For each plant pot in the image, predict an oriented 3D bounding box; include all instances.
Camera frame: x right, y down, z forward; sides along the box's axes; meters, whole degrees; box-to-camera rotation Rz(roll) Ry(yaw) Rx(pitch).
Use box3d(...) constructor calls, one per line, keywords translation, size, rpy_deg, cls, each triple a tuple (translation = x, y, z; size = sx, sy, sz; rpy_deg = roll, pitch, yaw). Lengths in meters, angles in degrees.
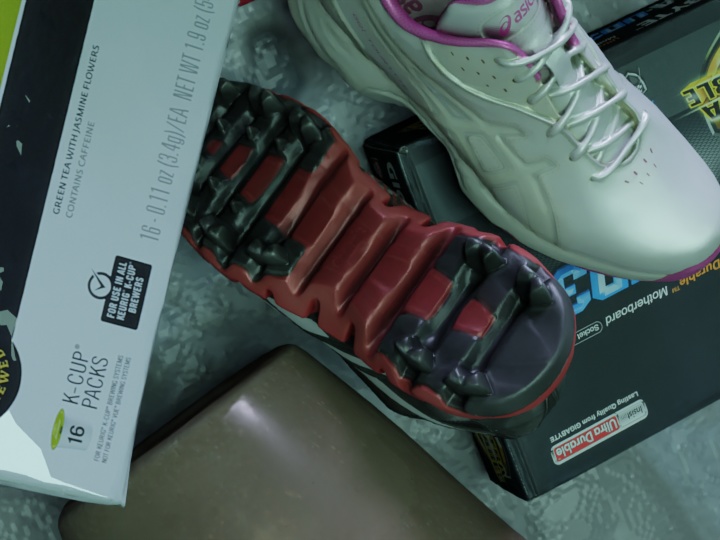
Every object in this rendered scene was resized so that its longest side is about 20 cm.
box3d(translation=(-0.018, 0.128, 0.787), size=(0.200, 0.200, 0.175), rpy_deg=(-36, 92, -12), cls="plant pot")

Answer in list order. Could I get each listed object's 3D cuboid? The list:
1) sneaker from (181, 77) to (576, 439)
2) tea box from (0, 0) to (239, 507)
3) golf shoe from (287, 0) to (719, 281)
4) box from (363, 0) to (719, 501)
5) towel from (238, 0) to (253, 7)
box3d(translation=(0.000, 0.000, 0.789), size=(0.071, 0.200, 0.098), rpy_deg=(-51, 154, -10), cls="sneaker")
box3d(translation=(-0.161, -0.043, 0.682), size=(0.195, 0.133, 0.202), rpy_deg=(15, 82, -22), cls="tea box")
box3d(translation=(0.061, -0.068, 0.779), size=(0.199, 0.092, 0.076), rpy_deg=(36, 72, -4), cls="golf shoe")
box3d(translation=(0.118, -0.020, 0.877), size=(0.199, 0.046, 0.160), rpy_deg=(-25, 105, -16), cls="box")
box3d(translation=(-0.125, -0.141, 0.779), size=(0.199, 0.022, 0.146), rpy_deg=(-26, 106, -15), cls="towel")
